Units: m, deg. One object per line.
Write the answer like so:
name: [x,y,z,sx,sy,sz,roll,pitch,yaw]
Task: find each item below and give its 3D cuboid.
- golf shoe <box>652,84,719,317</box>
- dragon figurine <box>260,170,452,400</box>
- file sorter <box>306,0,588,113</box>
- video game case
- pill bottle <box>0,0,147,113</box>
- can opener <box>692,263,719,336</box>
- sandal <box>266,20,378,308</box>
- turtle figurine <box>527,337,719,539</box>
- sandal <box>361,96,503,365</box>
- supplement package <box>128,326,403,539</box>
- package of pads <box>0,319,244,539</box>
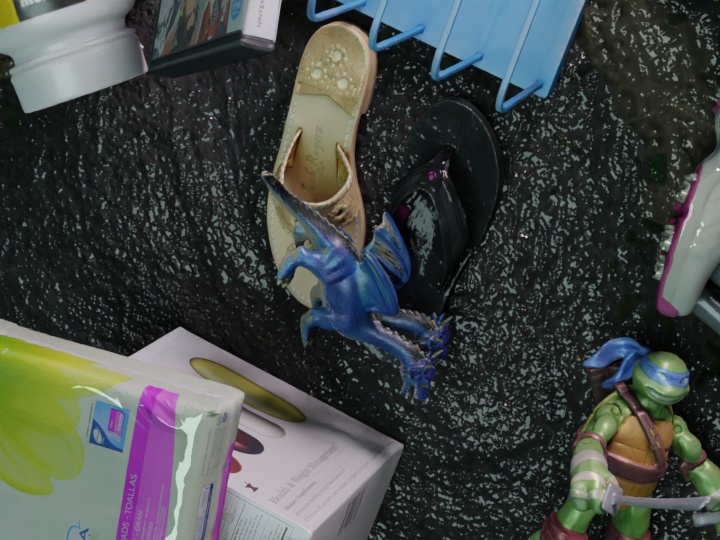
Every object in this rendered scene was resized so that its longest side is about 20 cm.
golf shoe: [0.251,-0.055,1.266,0.091,0.075,0.202,22,102,4]
dragon figurine: [0.000,0.000,1.348,0.098,0.059,0.201,-5,124,20]
file sorter: [0.045,-0.208,1.289,0.199,0.123,0.140,27,112,14]
video game case: [-0.087,-0.224,1.288,0.025,0.200,0.183,10,87,-23]
pill bottle: [-0.225,-0.222,1.401,0.113,0.114,0.202,-15,99,25]
can opener: [0.298,0.067,1.297,0.200,0.066,0.053,44,114,12]
sandal: [-0.037,-0.066,1.390,0.077,0.070,0.214,15,110,18]
turtle figurine: [0.189,0.167,1.317,0.200,0.143,0.195,39,123,21]
sandal: [0.046,-0.021,1.380,0.075,0.048,0.202,23,113,15]
supplement package: [-0.107,0.167,1.415,0.199,0.191,0.148,26,111,13]
package of pads: [-0.184,0.132,1.296,0.198,0.068,0.156,16,104,18]
